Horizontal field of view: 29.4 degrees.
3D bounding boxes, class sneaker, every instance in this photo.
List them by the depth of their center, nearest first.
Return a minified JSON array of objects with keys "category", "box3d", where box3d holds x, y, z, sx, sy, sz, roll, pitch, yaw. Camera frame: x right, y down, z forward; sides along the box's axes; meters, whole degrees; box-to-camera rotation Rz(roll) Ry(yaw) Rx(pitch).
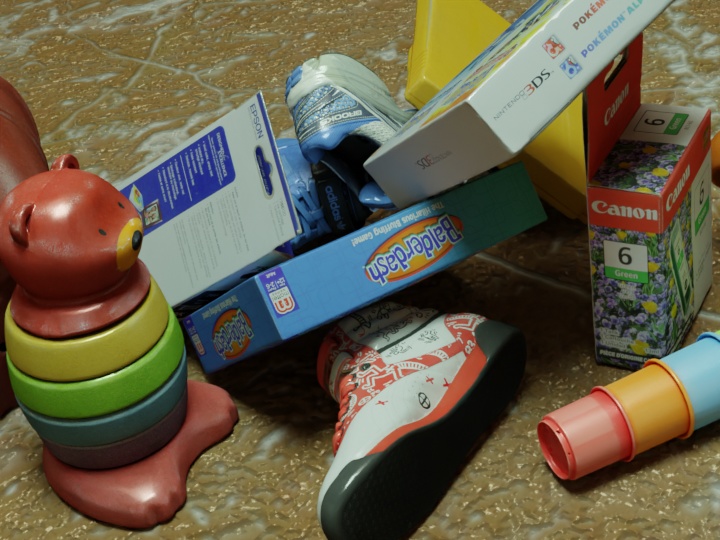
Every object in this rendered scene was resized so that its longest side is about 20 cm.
[{"category":"sneaker","box3d":[0.007,0.087,0.816,0.108,0.067,0.201,13,37,33]},{"category":"sneaker","box3d":[0.028,-0.073,0.987,0.200,0.077,0.085,23,47,-31]},{"category":"sneaker","box3d":[-0.052,-0.043,1.006,0.111,0.077,0.200,-7,26,18]}]

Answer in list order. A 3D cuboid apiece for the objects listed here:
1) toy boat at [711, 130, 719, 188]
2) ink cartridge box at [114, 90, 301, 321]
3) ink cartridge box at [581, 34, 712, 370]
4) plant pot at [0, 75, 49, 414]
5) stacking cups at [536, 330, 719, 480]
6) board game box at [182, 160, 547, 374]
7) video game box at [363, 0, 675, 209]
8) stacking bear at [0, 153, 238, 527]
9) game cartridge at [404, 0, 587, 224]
[{"category":"toy boat","box3d":[0.295,-0.066,0.911,0.130,0.131,0.200,9,37,14]},{"category":"ink cartridge box","box3d":[-0.106,-0.031,0.902,0.200,0.100,0.039,-26,-17,39]},{"category":"ink cartridge box","box3d":[0.182,-0.048,0.852,0.050,0.201,0.109,10,38,27]},{"category":"plant pot","box3d":[-0.276,-0.014,0.930,0.200,0.201,0.195,-24,45,-22]},{"category":"stacking cups","box3d":[0.201,0.069,0.806,0.200,0.061,0.061,-23,36,-18]},{"category":"board game box","box3d":[0.000,0.000,0.884,0.200,0.045,0.152,-25,-1,-25]},{"category":"video game box","box3d":[0.101,-0.122,0.815,0.182,0.047,0.200,-46,7,-16]},{"category":"stacking bear","box3d":[-0.157,0.033,0.807,0.113,0.201,0.122,7,37,21]},{"category":"game cartridge","box3d":[0.112,-0.135,1.054,0.176,0.032,0.200,34,32,-16]}]
